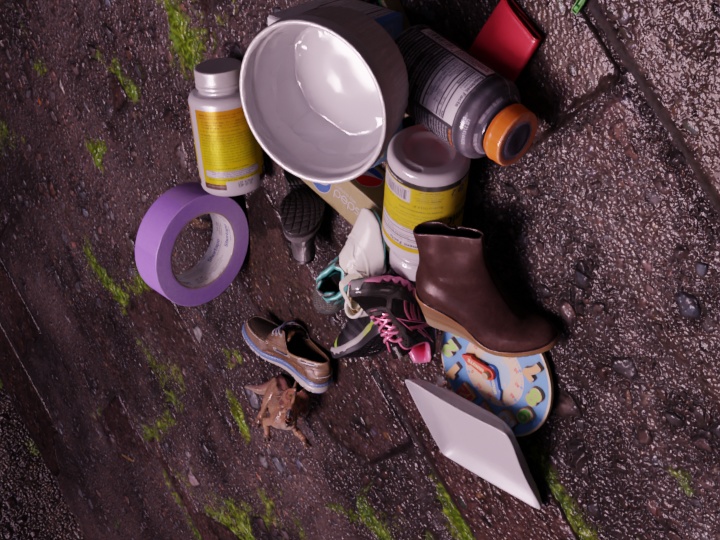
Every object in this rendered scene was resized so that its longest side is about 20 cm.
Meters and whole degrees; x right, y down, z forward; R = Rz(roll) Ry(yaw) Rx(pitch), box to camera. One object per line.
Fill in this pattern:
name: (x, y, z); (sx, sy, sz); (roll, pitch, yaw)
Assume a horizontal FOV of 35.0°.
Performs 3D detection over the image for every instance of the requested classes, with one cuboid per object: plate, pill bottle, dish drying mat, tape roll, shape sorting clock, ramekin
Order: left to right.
tape roll: (-0.286, -0.045, 1.953); (0.065, 0.199, 0.203); (27, 131, 40)
pill bottle: (-0.215, -0.229, 1.823); (0.108, 0.108, 0.203); (24, 129, 41)
ramekin: (-0.035, -0.215, 1.357); (0.197, 0.105, 0.203); (16, 125, 23)
pill bottle: (0.084, -0.084, 1.527); (0.111, 0.111, 0.202); (39, 145, 29)
pill bottle: (0.121, -0.206, 1.382); (0.200, 0.105, 0.107); (41, 139, 31)
plate: (0.170, 0.243, 1.654); (0.198, 0.032, 0.201); (24, 152, 41)
dish drying mat: (0.158, -0.245, 1.419); (0.077, 0.018, 0.201); (53, 144, 16)
shape sorting clock: (0.188, 0.141, 1.607); (0.199, 0.039, 0.203); (30, 134, 37)

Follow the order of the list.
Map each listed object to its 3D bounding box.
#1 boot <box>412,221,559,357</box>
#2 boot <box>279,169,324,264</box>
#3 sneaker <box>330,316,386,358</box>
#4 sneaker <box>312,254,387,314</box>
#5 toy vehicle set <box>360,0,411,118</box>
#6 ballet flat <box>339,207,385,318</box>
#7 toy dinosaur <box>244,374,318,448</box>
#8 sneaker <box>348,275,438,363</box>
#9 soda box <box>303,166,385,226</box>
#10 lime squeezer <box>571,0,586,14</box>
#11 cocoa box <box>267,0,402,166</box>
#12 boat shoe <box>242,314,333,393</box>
boot: (0.160, 0.024, 1.476); (0.197, 0.073, 0.168); (12, 135, 21)
boot: (-0.085, -0.063, 1.744); (0.201, 0.068, 0.134); (-89, -2, -58)
sneaker: (0.014, 0.081, 1.786); (0.199, 0.071, 0.084); (-35, 60, 54)
sneaker: (-0.041, 0.018, 1.774); (0.078, 0.090, 0.200); (56, 144, 10)
toy vehicle set: (0.026, -0.301, 1.542); (0.124, 0.026, 0.203); (-23, 93, 55)
ballet flat: (0.000, 0.000, 1.628); (0.069, 0.069, 0.202); (38, 149, 30)
toy dinosaur: (-0.139, 0.233, 2.052); (0.200, 0.085, 0.138); (46, 134, 49)
sneaker: (0.051, 0.073, 1.605); (0.078, 0.199, 0.097); (-7, 64, 39)
soda box: (-0.014, -0.128, 1.672); (0.200, 0.063, 0.068); (43, 140, 27)
lime squeezer: (0.258, -0.341, 1.193); (0.037, 0.071, 0.200); (31, 166, 14)
cocoa box: (-0.030, -0.242, 1.510); (0.130, 0.133, 0.203); (25, 130, 37)
boat shoe: (-0.121, 0.126, 1.974); (0.198, 0.072, 0.073); (32, 131, 22)
